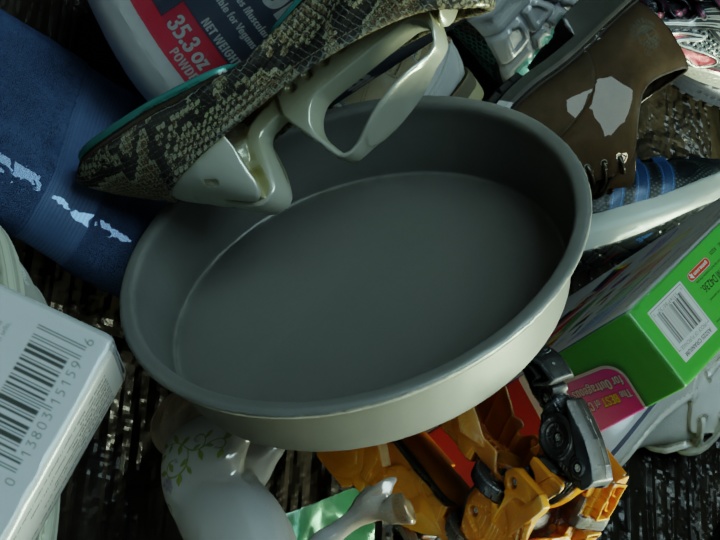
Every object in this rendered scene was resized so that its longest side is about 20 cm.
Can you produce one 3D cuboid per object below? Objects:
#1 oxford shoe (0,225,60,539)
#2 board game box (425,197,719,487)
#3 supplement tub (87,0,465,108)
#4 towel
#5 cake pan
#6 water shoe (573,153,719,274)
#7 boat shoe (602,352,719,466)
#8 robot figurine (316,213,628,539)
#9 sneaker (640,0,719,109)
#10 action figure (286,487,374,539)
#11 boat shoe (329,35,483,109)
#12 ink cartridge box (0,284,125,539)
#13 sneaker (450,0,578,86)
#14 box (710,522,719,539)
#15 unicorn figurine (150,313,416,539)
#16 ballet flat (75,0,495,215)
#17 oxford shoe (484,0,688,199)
[{"bbox_3d":[-0.158,0.073,0.751,0.075,0.058,0.201,-10,68,6],"label":"oxford shoe"},{"bbox_3d":[0.116,0.035,0.856,0.040,0.200,0.153,52,51,0],"label":"board game box"},{"bbox_3d":[-0.017,-0.156,0.824,0.141,0.199,0.141,52,16,-22],"label":"supplement tub"},{"bbox_3d":[-0.141,-0.051,0.820,0.200,0.049,0.112,32,36,-19],"label":"towel"},{"bbox_3d":[0.000,0.000,0.744,0.201,0.199,0.037,-56,141,-38],"label":"cake pan"},{"bbox_3d":[0.136,-0.048,0.995,0.199,0.071,0.079,-17,75,-38],"label":"water shoe"},{"bbox_3d":[0.175,0.064,0.968,0.070,0.071,0.200,48,44,1],"label":"boat shoe"},{"bbox_3d":[0.040,0.069,0.780,0.058,0.146,0.200,-1,36,-39],"label":"robot figurine"},{"bbox_3d":[0.186,-0.156,1.081,0.199,0.075,0.081,6,63,-30],"label":"sneaker"},{"bbox_3d":[-0.065,0.161,0.772,0.199,0.055,0.119,-5,72,-30],"label":"action figure"},{"bbox_3d":[-0.006,-0.066,0.906,0.069,0.075,0.200,55,38,-16],"label":"boat shoe"},{"bbox_3d":[-0.213,0.081,0.689,0.173,0.044,0.201,24,70,9],"label":"ink cartridge box"},{"bbox_3d":[0.072,-0.154,0.993,0.200,0.078,0.091,46,0,-41],"label":"sneaker"},{"bbox_3d":[0.248,0.127,0.894,0.044,0.200,0.160,44,52,-5],"label":"box"},{"bbox_3d":[-0.043,0.113,0.724,0.074,0.137,0.200,60,7,-35],"label":"unicorn figurine"},{"bbox_3d":[-0.029,-0.071,0.746,0.075,0.200,0.068,57,15,10],"label":"ballet flat"},{"bbox_3d":[0.098,-0.062,0.912,0.084,0.073,0.200,43,73,3],"label":"oxford shoe"}]
